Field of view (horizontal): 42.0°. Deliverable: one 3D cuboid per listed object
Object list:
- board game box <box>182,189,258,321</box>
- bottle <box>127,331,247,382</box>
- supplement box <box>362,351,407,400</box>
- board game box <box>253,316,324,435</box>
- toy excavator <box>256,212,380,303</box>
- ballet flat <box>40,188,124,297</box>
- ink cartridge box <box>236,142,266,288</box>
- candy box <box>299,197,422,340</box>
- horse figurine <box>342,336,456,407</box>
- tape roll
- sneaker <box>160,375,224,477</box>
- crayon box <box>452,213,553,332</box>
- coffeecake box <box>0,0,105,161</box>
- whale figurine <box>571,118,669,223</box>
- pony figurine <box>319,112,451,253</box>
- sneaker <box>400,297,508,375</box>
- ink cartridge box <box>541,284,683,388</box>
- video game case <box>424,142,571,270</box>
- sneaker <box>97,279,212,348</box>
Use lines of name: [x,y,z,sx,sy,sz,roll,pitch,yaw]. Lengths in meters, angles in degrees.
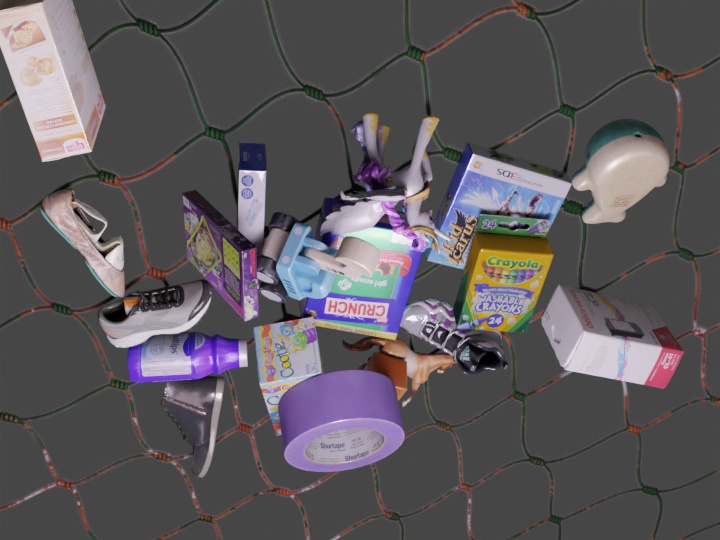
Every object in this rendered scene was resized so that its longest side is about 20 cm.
board game box: [-0.212,-0.026,1.412,0.032,0.200,0.122,-15,127,-32]
bottle: [-0.287,0.142,1.567,0.195,0.084,0.066,-2,122,-6]
supplement box: [0.013,0.231,1.637,0.065,0.070,0.201,16,135,-16]
board game box: [-0.110,0.179,1.560,0.101,0.107,0.201,-9,148,-2]
toy excavator: [-0.058,-0.012,1.371,0.196,0.101,0.195,17,158,15]
ballet flat: [-0.408,-0.043,1.447,0.067,0.068,0.201,-32,123,4]
ink cartridge box: [-0.169,-0.083,1.438,0.043,0.095,0.204,1,121,-8]
candy box: [0.000,0.000,1.524,0.165,0.078,0.203,9,121,-11]
horse figurine: [0.063,0.165,1.653,0.198,0.050,0.132,31,120,-27]
tape roll: [-0.031,0.245,1.511,0.195,0.086,0.202,-8,147,-5]
sneaker: [-0.304,0.269,1.658,0.104,0.075,0.204,9,111,-8]
crayon box: [0.233,0.009,1.526,0.123,0.052,0.203,4,128,-9]
coffeecake box: [-0.410,-0.274,1.248,0.071,0.155,0.203,-11,123,0]
whale figurine: [0.406,-0.157,1.489,0.155,0.106,0.201,-5,147,-6]
pony figurine: [0.040,-0.125,1.384,0.189,0.205,0.166,0,167,-19]
sneaker: [0.163,0.122,1.585,0.196,0.141,0.079,12,121,-16]
ink cartridge box: [0.431,0.113,1.615,0.196,0.149,0.087,13,120,-17]
video game case: [0.219,-0.087,1.521,0.178,0.046,0.203,14,119,-15]
sneaker: [-0.330,0.062,1.507,0.197,0.075,0.080,-21,141,5]
